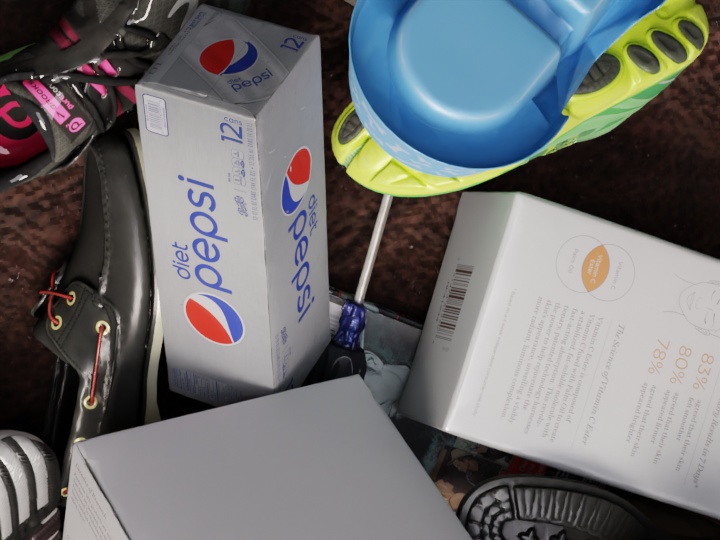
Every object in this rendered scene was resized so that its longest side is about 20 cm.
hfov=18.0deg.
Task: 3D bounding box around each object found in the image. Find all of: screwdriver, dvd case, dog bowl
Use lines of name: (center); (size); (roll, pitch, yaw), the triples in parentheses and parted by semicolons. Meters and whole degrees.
screwdriver: (0.000, 0.000, 1.156); (0.029, 0.028, 0.201); (2, 106, -37)
dvd case: (0.034, 0.103, 1.214); (0.199, 0.022, 0.147); (20, 102, -15)
dog bowl: (0.070, -0.126, 1.066); (0.111, 0.050, 0.200); (40, 69, -1)

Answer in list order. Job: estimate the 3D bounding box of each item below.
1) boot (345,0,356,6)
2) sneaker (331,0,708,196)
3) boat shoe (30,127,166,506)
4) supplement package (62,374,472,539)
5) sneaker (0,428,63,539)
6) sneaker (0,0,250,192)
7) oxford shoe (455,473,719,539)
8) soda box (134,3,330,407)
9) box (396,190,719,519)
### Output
boot: (-0.058, -0.154, 1.116); (0.131, 0.068, 0.200); (-39, 108, 16)
sneaker: (0.082, -0.080, 1.129); (0.199, 0.084, 0.074); (-22, 71, -13)
boat shoe: (-0.132, 0.028, 1.140); (0.063, 0.074, 0.202); (-1, 110, -16)
supplement package: (-0.030, 0.166, 1.051); (0.155, 0.200, 0.111); (-12, 136, -26)
sneaker: (-0.209, 0.135, 1.168); (0.115, 0.076, 0.201); (31, 135, 25)
sneaker: (-0.126, -0.093, 1.077); (0.200, 0.084, 0.077); (-38, 114, 25)
oxford shoe: (0.122, 0.143, 1.138); (0.199, 0.084, 0.073); (22, 94, -29)
soda box: (-0.057, -0.023, 1.077); (0.063, 0.068, 0.201); (17, 137, 18)
box: (0.137, 0.047, 1.159); (0.199, 0.097, 0.125); (19, 88, -13)
